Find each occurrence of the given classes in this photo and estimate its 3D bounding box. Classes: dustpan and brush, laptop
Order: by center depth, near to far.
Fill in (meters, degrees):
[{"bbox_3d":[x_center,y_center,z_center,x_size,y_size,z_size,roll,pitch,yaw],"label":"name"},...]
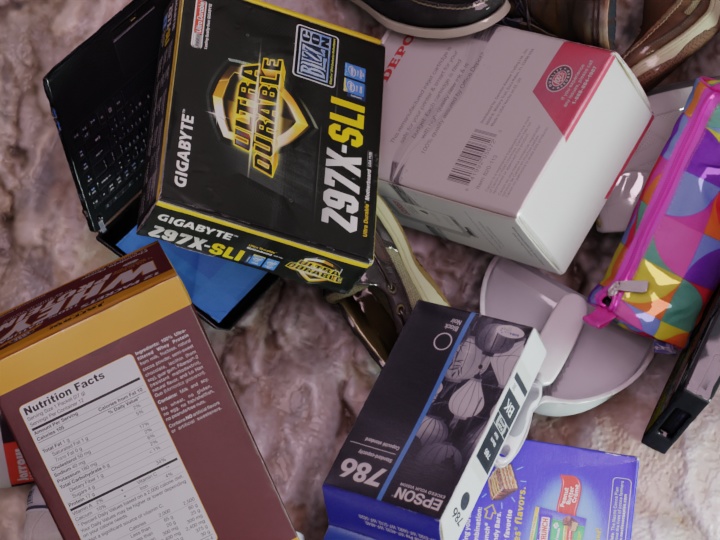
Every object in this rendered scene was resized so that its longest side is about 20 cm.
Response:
[{"bbox_3d":[-0.114,-0.091,1.647,0.103,0.201,0.177,7,37,31],"label":"laptop"},{"bbox_3d":[0.129,0.074,1.653,0.139,0.057,0.201,28,56,3],"label":"dustpan and brush"}]

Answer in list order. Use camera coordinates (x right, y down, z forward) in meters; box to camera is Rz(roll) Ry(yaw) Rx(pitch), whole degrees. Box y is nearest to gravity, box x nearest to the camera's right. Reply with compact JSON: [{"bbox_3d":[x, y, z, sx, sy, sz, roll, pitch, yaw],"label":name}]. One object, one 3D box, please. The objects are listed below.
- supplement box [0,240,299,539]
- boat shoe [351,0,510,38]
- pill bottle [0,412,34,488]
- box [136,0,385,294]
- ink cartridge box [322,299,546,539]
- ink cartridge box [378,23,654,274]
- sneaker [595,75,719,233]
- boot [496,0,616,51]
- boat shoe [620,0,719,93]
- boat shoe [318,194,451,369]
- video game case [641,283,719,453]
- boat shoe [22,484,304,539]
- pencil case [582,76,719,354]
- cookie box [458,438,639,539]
[{"bbox_3d":[-0.142,0.107,1.479,0.132,0.197,0.201,-25,100,-5],"label":"supplement box"},{"bbox_3d":[0.028,-0.226,1.697,0.072,0.068,0.200,-38,45,-22],"label":"boat shoe"},{"bbox_3d":[-0.210,0.090,1.624,0.198,0.113,0.113,-10,77,-7],"label":"pill bottle"},{"bbox_3d":[-0.066,-0.094,1.599,0.159,0.049,0.201,18,53,-19],"label":"box"},{"bbox_3d":[0.044,0.119,1.581,0.099,0.039,0.201,13,64,30],"label":"ink cartridge box"},{"bbox_3d":[0.088,-0.098,1.664,0.199,0.083,0.147,19,71,41],"label":"ink cartridge box"},{"bbox_3d":[0.254,-0.085,1.741,0.199,0.074,0.117,-14,97,-19],"label":"sneaker"},{"bbox_3d":[0.137,-0.188,1.693,0.096,0.200,0.075,2,99,1],"label":"boot"},{"bbox_3d":[0.235,-0.199,1.730,0.075,0.075,0.202,49,43,1],"label":"boat shoe"},{"bbox_3d":[0.000,0.000,1.663,0.200,0.073,0.065,51,53,-6],"label":"boat shoe"},{"bbox_3d":[0.266,0.023,1.647,0.025,0.181,0.201,26,75,5],"label":"video game case"},{"bbox_3d":[-0.142,0.208,1.621,0.200,0.075,0.087,9,75,0],"label":"boat shoe"},{"bbox_3d":[0.237,-0.039,1.649,0.088,0.088,0.201,26,96,2],"label":"pencil case"},{"bbox_3d":[0.087,0.204,1.640,0.198,0.075,0.173,10,74,-3],"label":"cookie box"}]
